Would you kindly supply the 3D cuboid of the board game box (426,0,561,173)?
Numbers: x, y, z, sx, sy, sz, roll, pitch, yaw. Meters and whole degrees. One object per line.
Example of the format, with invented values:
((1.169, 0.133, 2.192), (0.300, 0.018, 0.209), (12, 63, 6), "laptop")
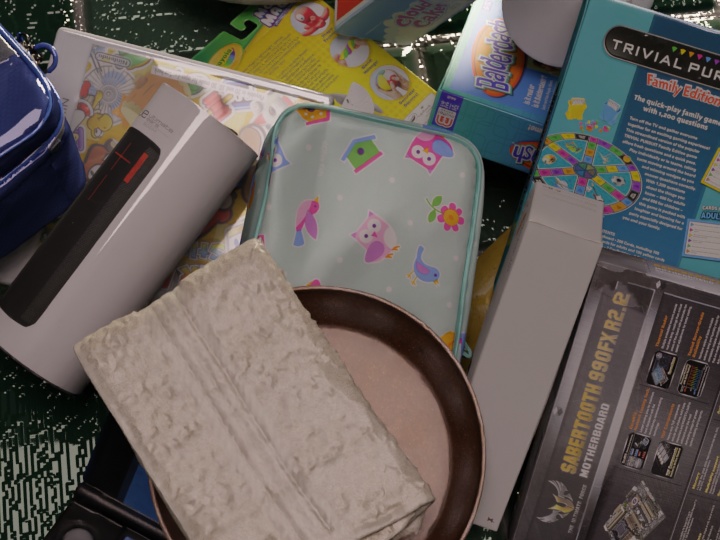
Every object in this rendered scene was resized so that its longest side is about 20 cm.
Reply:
((0.158, -0.118, 0.985), (0.199, 0.045, 0.152), (20, 40, 3), "board game box")

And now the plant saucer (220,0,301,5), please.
((-0.074, -0.285, 1.045), (0.199, 0.050, 0.201), (1, 52, -1), "plant saucer")

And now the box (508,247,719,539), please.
((0.194, 0.103, 0.868), (0.158, 0.048, 0.201), (15, 103, 3), "box")

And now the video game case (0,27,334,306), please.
((-0.135, -0.056, 0.950), (0.199, 0.023, 0.183), (14, 86, 2), "video game case")

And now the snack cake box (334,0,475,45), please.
((0.055, -0.242, 0.932), (0.067, 0.200, 0.116), (6, 76, -28), "snack cake box")

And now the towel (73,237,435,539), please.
((-0.060, 0.091, 0.793), (0.132, 0.035, 0.200), (-32, 75, -10), "towel")

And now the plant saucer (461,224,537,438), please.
((0.176, 0.030, 0.955), (0.200, 0.048, 0.200), (43, 71, 13), "plant saucer")

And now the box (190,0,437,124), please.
((-0.023, -0.115, 1.004), (0.200, 0.048, 0.117), (42, 70, 10), "box")

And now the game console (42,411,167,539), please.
((-0.095, 0.173, 0.828), (0.199, 0.119, 0.171), (26, 44, 7), "game console")

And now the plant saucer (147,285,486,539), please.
((-0.026, 0.109, 0.821), (0.199, 0.035, 0.201), (0, 74, -1), "plant saucer")

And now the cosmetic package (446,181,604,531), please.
((0.096, 0.053, 0.856), (0.050, 0.201, 0.083), (18, 22, 2), "cosmetic package")

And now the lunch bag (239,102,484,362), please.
((0.000, 0.000, 0.905), (0.159, 0.077, 0.201), (10, 88, -11), "lunch bag")

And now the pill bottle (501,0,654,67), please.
((0.162, -0.227, 0.989), (0.112, 0.113, 0.200), (21, 38, 5), "pill bottle")

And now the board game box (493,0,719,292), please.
((0.187, -0.061, 0.890), (0.150, 0.047, 0.201), (18, 99, 3), "board game box")

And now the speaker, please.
((-0.154, -0.021, 0.898), (0.081, 0.081, 0.200), (37, 88, 11), "speaker")

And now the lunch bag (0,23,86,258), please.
((-0.272, -0.078, 0.867), (0.200, 0.132, 0.136), (-40, 75, -12), "lunch bag")
